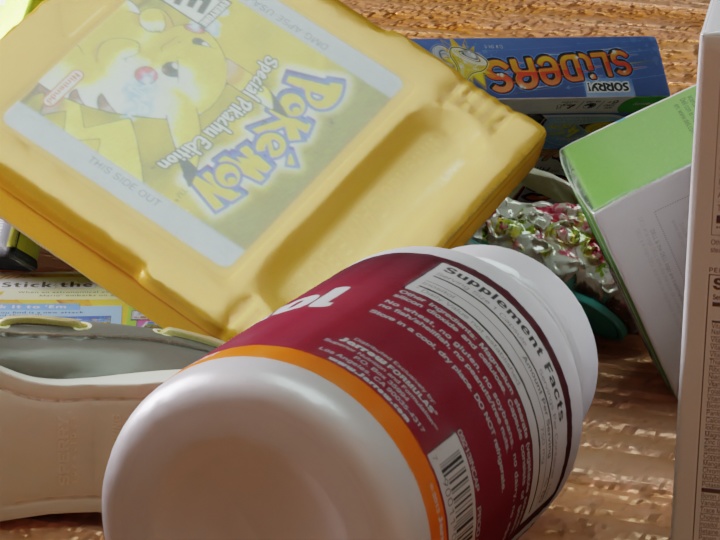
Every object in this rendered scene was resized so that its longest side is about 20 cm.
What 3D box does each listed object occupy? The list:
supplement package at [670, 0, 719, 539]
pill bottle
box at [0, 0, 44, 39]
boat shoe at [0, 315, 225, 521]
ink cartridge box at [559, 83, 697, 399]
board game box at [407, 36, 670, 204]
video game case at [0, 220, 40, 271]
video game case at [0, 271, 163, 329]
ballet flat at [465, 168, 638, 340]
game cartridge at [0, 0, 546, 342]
[{"bbox_3d":[0.194,0.000,0.925,0.150,0.201,0.152,4,18,10],"label":"supplement package"},{"bbox_3d":[0.007,0.057,0.878,0.113,0.113,0.200,9,19,23],"label":"pill bottle"},{"bbox_3d":[-0.104,-0.116,1.156,0.048,0.200,0.122,-3,-29,45],"label":"box"},{"bbox_3d":[-0.127,0.052,0.956,0.201,0.072,0.060,4,18,-7],"label":"boat shoe"},{"bbox_3d":[0.195,-0.039,1.071,0.200,0.104,0.059,-26,31,4],"label":"ink cartridge box"},{"bbox_3d":[0.030,-0.065,1.246,0.199,0.035,0.135,-3,-23,-22],"label":"board game box"},{"bbox_3d":[-0.216,-0.092,1.217,0.200,0.181,0.025,3,-18,30],"label":"video game case"},{"bbox_3d":[-0.106,0.037,1.083,0.199,0.023,0.182,-1,18,-3],"label":"video game case"},{"bbox_3d":[0.052,-0.021,1.184,0.200,0.064,0.076,17,-18,26],"label":"ballet flat"},{"bbox_3d":[-0.051,-0.054,1.061,0.200,0.032,0.176,32,54,15],"label":"game cartridge"}]
